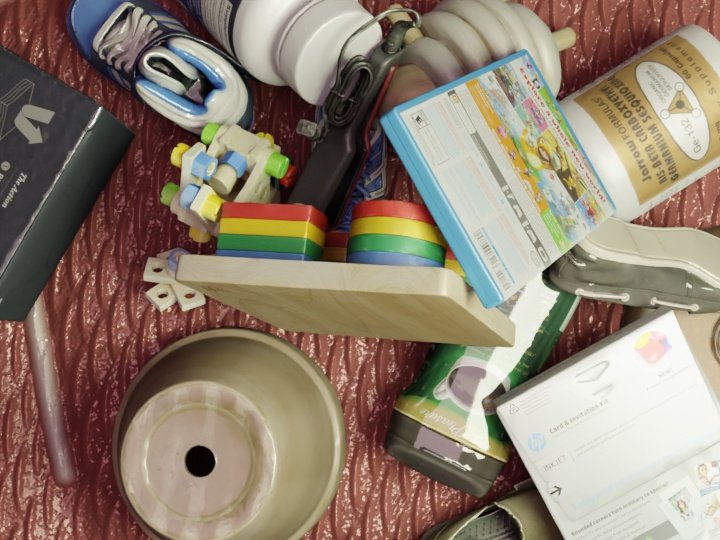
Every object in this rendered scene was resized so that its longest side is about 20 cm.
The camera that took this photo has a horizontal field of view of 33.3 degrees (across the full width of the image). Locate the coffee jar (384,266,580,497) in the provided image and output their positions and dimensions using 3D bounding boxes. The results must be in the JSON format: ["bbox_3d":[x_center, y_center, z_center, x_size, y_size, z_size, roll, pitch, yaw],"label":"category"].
[{"bbox_3d":[0.099,0.079,0.990,0.104,0.085,0.201,25,87,1],"label":"coffee jar"}]

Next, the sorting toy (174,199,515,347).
[{"bbox_3d":[0.000,0.000,0.882,0.197,0.200,0.070,3,78,21],"label":"sorting toy"}]

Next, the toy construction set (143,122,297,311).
[{"bbox_3d":[-0.111,-0.039,0.970,0.092,0.200,0.131,33,55,3],"label":"toy construction set"}]

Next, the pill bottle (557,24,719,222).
[{"bbox_3d":[0.212,-0.102,0.982,0.199,0.114,0.115,-32,86,0],"label":"pill bottle"}]

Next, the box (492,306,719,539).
[{"bbox_3d":[0.215,0.154,0.928,0.155,0.041,0.201,-29,93,2],"label":"box"}]

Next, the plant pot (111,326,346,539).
[{"bbox_3d":[-0.112,0.143,0.952,0.198,0.174,0.202,0,86,1],"label":"plant pot"}]

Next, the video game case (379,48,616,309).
[{"bbox_3d":[0.104,-0.072,0.847,0.018,0.200,0.144,-29,92,39],"label":"video game case"}]

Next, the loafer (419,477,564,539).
[{"bbox_3d":[0.140,0.212,0.987,0.199,0.070,0.076,-28,86,0],"label":"loafer"}]

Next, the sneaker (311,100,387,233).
[{"bbox_3d":[-0.015,-0.083,1.010,0.075,0.077,0.202,-1,88,1],"label":"sneaker"}]

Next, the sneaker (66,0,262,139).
[{"bbox_3d":[-0.172,-0.181,0.988,0.200,0.146,0.081,38,88,4],"label":"sneaker"}]

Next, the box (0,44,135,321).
[{"bbox_3d":[-0.330,-0.090,1.004,0.199,0.117,0.197,31,88,5],"label":"box"}]

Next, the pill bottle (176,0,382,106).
[{"bbox_3d":[-0.071,-0.219,0.966,0.111,0.111,0.200,-43,57,-1],"label":"pill bottle"}]

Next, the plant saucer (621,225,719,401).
[{"bbox_3d":[0.320,0.060,1.010,0.198,0.032,0.202,0,87,3],"label":"plant saucer"}]

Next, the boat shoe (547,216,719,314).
[{"bbox_3d":[0.240,0.002,0.962,0.199,0.057,0.067,12,42,-21],"label":"boat shoe"}]

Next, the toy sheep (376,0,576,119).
[{"bbox_3d":[0.096,-0.167,0.987,0.199,0.138,0.139,-26,85,-18],"label":"toy sheep"}]

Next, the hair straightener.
[{"bbox_3d":[-0.010,-0.111,0.918,0.041,0.077,0.201,41,120,20],"label":"hair straightener"}]
